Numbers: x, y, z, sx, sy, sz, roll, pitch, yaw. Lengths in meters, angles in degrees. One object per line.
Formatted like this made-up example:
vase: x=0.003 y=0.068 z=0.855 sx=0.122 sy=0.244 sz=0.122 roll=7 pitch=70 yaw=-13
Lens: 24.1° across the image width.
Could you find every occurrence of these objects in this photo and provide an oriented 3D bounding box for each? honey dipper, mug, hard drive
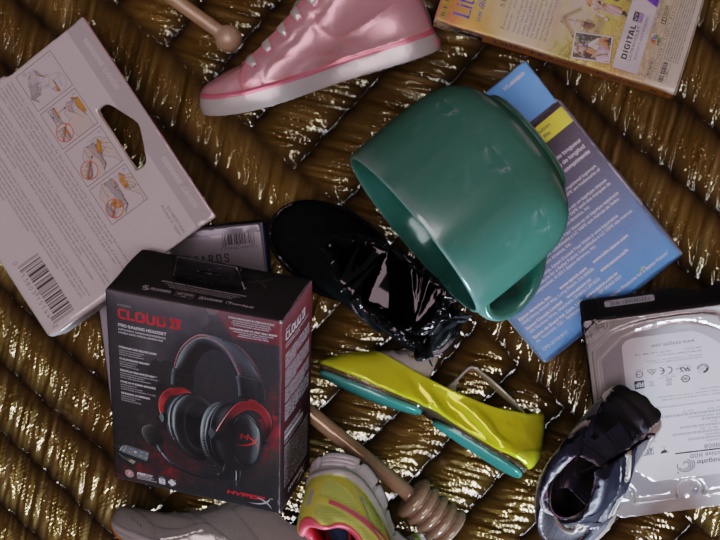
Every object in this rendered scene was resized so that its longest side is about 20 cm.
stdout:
honey dipper: x=0.002 y=0.155 z=1.408 sx=0.200 sy=0.038 sz=0.038 roll=41 pitch=101 yaw=-9
mug: x=0.084 y=-0.057 z=1.273 sx=0.114 sy=0.185 sz=0.152 roll=-40 pitch=74 yaw=-4
honey dipper: x=-0.181 y=-0.241 z=1.375 sx=0.200 sy=0.038 sz=0.038 roll=37 pitch=101 yaw=-4
hard drive: x=0.256 y=0.106 z=1.359 sx=0.139 sy=0.038 sz=0.200 roll=-7 pitch=121 yaw=6

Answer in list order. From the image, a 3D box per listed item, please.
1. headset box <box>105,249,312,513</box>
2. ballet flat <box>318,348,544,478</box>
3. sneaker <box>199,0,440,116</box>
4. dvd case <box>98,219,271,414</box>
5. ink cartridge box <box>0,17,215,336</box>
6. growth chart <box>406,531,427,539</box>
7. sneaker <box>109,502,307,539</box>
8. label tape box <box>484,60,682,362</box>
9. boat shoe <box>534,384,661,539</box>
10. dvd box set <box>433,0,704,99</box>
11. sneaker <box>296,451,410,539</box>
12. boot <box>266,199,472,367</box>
headset box: x=-0.119 y=0.078 z=1.339 sx=0.148 sy=0.075 sz=0.200 roll=10 pitch=119 yaw=14
ballet flat: x=0.064 y=0.102 z=1.404 sx=0.200 sy=0.067 sz=0.067 roll=27 pitch=80 yaw=-3
sneaker: x=-0.044 y=-0.195 z=1.349 sx=0.200 sy=0.075 sz=0.105 roll=-18 pitch=102 yaw=0
dvd case: x=-0.143 y=0.063 z=1.429 sx=0.150 sy=0.025 sz=0.201 roll=-5 pitch=99 yaw=6
ink cartridge box: x=-0.235 y=-0.076 z=1.388 sx=0.176 sy=0.045 sz=0.200 roll=-34 pitch=86 yaw=11
growth chart: x=0.033 y=0.293 z=1.457 sx=0.200 sy=0.018 sz=0.145 roll=43 pitch=100 yaw=-4
sneaker: x=-0.114 y=0.224 z=1.441 sx=0.200 sy=0.076 sz=0.092 roll=16 pitch=74 yaw=11
label tape box: x=0.141 y=-0.049 z=1.365 sx=0.143 sy=0.066 sz=0.200 roll=-39 pitch=92 yaw=10
boat shoe: x=0.166 y=0.179 z=1.343 sx=0.075 sy=0.093 sz=0.200 roll=35 pitch=138 yaw=18
dvd box set: x=0.172 y=-0.233 z=1.330 sx=0.200 sy=0.029 sz=0.147 roll=16 pitch=86 yaw=2
sneaker: x=0.006 y=0.250 z=1.381 sx=0.078 sy=0.090 sz=0.200 roll=-25 pitch=109 yaw=31
boot: x=-0.001 y=0.000 z=1.320 sx=0.198 sy=0.162 sz=0.073 roll=37 pitch=89 yaw=12
